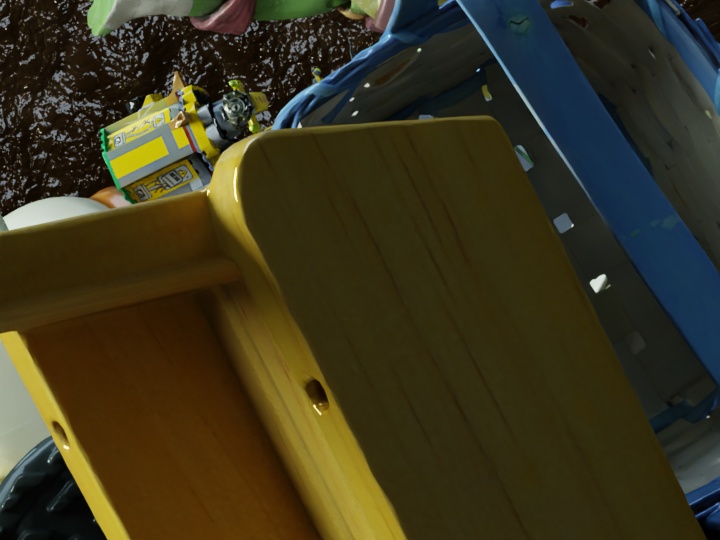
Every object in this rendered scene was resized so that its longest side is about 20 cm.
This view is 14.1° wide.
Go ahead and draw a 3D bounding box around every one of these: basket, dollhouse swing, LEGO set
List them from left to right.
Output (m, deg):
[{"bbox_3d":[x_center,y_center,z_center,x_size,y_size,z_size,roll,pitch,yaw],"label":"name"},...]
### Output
[{"bbox_3d":[-0.056,0.057,0.702,0.176,0.182,0.200,-29,6,-24],"label":"dollhouse swing"},{"bbox_3d":[0.000,0.000,1.094,0.116,0.200,0.154,-26,-15,11],"label":"LEGO set"},{"bbox_3d":[0.059,0.000,0.794,0.139,0.176,0.200,-32,-3,-12],"label":"basket"}]

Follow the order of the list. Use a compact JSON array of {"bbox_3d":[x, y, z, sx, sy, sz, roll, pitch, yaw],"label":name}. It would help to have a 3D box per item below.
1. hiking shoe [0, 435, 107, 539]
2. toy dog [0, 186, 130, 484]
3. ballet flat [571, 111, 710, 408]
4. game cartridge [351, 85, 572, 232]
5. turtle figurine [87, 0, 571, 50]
[{"bbox_3d":[-0.126,0.115,1.068,0.200,0.074,0.087,-38,5,-22],"label":"hiking shoe"},{"bbox_3d":[-0.127,0.040,1.219,0.140,0.194,0.200,-36,18,7],"label":"toy dog"},{"bbox_3d":[0.110,-0.026,0.959,0.069,0.069,0.200,-22,32,51],"label":"ballet flat"},{"bbox_3d":[0.079,-0.026,1.102,0.040,0.133,0.200,-49,-12,22],"label":"game cartridge"},{"bbox_3d":[-0.019,-0.127,1.230,0.194,0.144,0.200,12,21,-20],"label":"turtle figurine"}]
